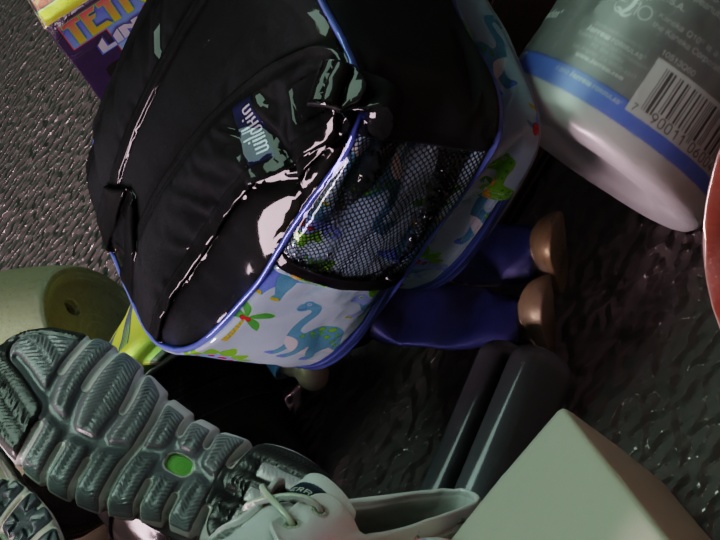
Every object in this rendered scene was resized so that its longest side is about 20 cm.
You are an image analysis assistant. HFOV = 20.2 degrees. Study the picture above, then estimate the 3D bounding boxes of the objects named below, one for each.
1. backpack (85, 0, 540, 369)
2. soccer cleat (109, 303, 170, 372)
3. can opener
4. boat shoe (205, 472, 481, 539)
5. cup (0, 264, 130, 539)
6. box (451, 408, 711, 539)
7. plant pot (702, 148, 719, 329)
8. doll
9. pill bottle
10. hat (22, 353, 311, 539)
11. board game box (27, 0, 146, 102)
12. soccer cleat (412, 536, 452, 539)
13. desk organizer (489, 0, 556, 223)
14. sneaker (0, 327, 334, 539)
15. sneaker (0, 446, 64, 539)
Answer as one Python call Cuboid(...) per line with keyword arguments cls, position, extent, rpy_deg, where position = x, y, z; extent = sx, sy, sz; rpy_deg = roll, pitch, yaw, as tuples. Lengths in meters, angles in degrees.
Cuboid(cls="backpack", position=(-0.024, -0.058, 0.904), extent=(0.200, 0.146, 0.184), rpy_deg=(-53, 45, 34))
Cuboid(cls="soccer cleat", position=(-0.100, 0.011, 1.133), extent=(0.083, 0.065, 0.201), rpy_deg=(25, 69, 32))
Cuboid(cls="can opener", position=(0.026, 0.119, 0.901), extent=(0.053, 0.067, 0.201), rpy_deg=(7, 71, 61))
Cuboid(cls="boat shoe", position=(-0.028, 0.113, 0.803), extent=(0.073, 0.199, 0.067), rpy_deg=(15, 96, 40))
Cuboid(cls="cup", position=(-0.193, 0.077, 1.185), extent=(0.143, 0.200, 0.201), rpy_deg=(-38, 30, 27))
Cuboid(cls="box", position=(0.105, 0.138, 0.742), extent=(0.082, 0.068, 0.200), rpy_deg=(-50, 25, 9))
Cuboid(cls="plant pot", position=(0.210, -0.063, 0.684), extent=(0.201, 0.200, 0.196), rpy_deg=(-41, 20, 26))
Cuboid(cls="doll", position=(0.000, 0.000, 0.996), extent=(0.198, 0.049, 0.137), rpy_deg=(1, 51, 16))
Cuboid(cls="pill bottle", position=(0.161, -0.129, 0.917), extent=(0.201, 0.114, 0.114), rpy_deg=(-56, 25, -2))
Cuboid(cls="hat", position=(-0.082, 0.107, 1.069), extent=(0.201, 0.200, 0.081), rpy_deg=(-45, 67, 20))
Cuboid(cls="board game box", position=(-0.050, -0.145, 0.995), extent=(0.199, 0.166, 0.057), rpy_deg=(-31, 58, 0))
Cuboid(cls="soccer cleat", position=(0.027, 0.197, 0.725), extent=(0.077, 0.066, 0.202), rpy_deg=(84, -175, -77))
Cuboid(cls="desk organizer", position=(0.051, -0.071, 1.080), extent=(0.201, 0.077, 0.072), rpy_deg=(-59, 25, -8))
Cuboid(cls="sneaker", position=(-0.093, 0.108, 0.971), extent=(0.199, 0.116, 0.075), rpy_deg=(28, 68, 21))
Cuboid(cls="sneaker", position=(-0.163, 0.135, 0.948), extent=(0.078, 0.086, 0.200), rpy_deg=(-40, 42, 2))
